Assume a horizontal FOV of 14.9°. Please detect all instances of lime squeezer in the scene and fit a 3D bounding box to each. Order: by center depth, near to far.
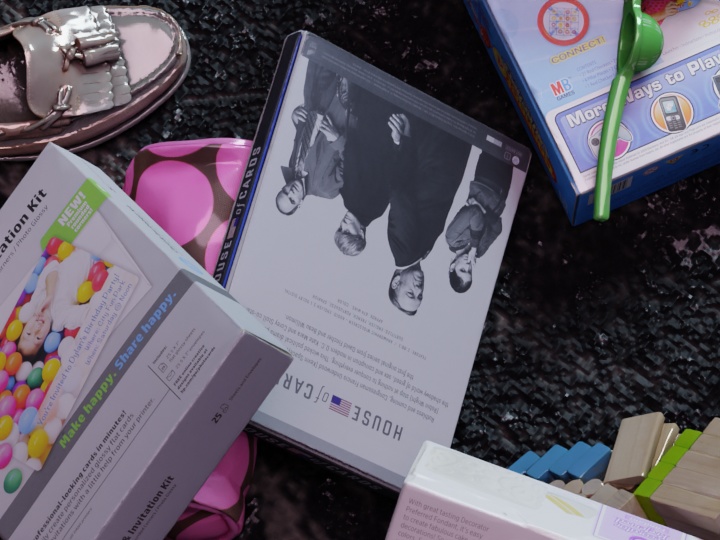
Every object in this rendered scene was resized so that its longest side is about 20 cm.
[{"bbox_3d":[0.160,-0.119,1.403,0.071,0.038,0.200,46,76,-20],"label":"lime squeezer"}]

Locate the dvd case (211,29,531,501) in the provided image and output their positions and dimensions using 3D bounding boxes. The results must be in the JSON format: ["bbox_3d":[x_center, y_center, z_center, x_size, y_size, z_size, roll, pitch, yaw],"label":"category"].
[{"bbox_3d":[0.000,0.000,1.384,0.150,0.025,0.201,26,70,-27],"label":"dvd case"}]

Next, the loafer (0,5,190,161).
[{"bbox_3d":[-0.185,-0.094,1.435,0.199,0.063,0.072,-17,75,-5],"label":"loafer"}]

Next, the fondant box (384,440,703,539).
[{"bbox_3d":[0.064,0.200,1.296,0.144,0.058,0.201,19,111,6],"label":"fondant box"}]

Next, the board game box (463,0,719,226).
[{"bbox_3d":[0.160,-0.154,1.454,0.199,0.056,0.197,-23,74,-6],"label":"board game box"}]

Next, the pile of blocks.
[{"bbox_3d":[0.127,0.123,1.354,0.199,0.062,0.082,-11,36,33],"label":"pile of blocks"}]

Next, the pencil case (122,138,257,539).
[{"bbox_3d":[-0.093,0.033,1.389,0.093,0.091,0.201,1,70,23],"label":"pencil case"}]

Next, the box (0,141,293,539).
[{"bbox_3d":[-0.138,0.049,1.331,0.156,0.041,0.200,-53,44,5],"label":"box"}]
